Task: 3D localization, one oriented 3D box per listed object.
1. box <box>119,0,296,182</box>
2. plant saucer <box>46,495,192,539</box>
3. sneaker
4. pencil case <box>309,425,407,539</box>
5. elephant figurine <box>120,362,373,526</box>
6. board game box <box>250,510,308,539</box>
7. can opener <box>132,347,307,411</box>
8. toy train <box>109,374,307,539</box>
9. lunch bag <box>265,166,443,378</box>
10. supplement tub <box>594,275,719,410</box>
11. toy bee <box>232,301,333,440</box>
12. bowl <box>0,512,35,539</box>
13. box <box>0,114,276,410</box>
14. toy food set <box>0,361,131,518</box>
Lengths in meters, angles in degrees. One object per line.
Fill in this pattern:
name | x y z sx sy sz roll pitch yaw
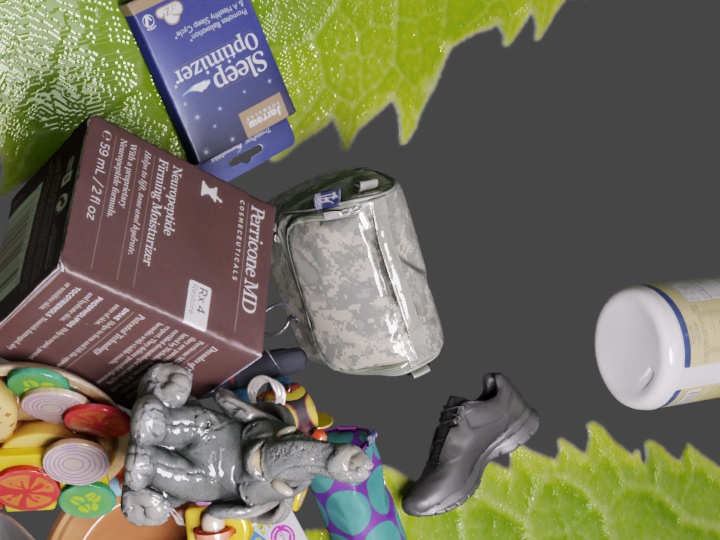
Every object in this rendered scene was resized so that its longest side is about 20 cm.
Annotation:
box | -0.140 -0.190 1.267 0.120 0.032 0.202 -31 111 -23
plant saucer | -0.216 0.293 1.280 0.198 0.037 0.203 -4 99 -29
sneaker | 0.109 0.193 1.442 0.200 0.076 0.091 -41 106 -28
pencil case | 0.007 0.264 1.375 0.092 0.084 0.202 -39 116 -46
elephant figurine | -0.099 0.164 1.103 0.197 0.156 0.143 8 118 -7
board game box | -0.112 0.356 1.239 0.194 0.056 0.201 -25 75 -25
can opener | -0.141 0.105 1.284 0.198 0.063 0.080 -7 99 -28
toy train | -0.140 0.191 1.195 0.199 0.056 0.151 -31 92 17
lunch bag | 0.000 0.000 1.292 0.138 0.167 0.203 -25 107 -25
supplement tub | 0.394 0.083 1.540 0.198 0.144 0.147 -5 99 -29
toy bee | -0.084 0.149 1.247 0.130 0.109 0.201 -29 145 -19
bowl | -0.354 0.314 1.113 0.199 0.199 0.075 -32 115 -23
box | -0.204 0.003 1.146 0.198 0.164 0.168 26 49 -29
toy food set | -0.298 0.152 1.148 0.195 0.049 0.202 -2 134 -5
